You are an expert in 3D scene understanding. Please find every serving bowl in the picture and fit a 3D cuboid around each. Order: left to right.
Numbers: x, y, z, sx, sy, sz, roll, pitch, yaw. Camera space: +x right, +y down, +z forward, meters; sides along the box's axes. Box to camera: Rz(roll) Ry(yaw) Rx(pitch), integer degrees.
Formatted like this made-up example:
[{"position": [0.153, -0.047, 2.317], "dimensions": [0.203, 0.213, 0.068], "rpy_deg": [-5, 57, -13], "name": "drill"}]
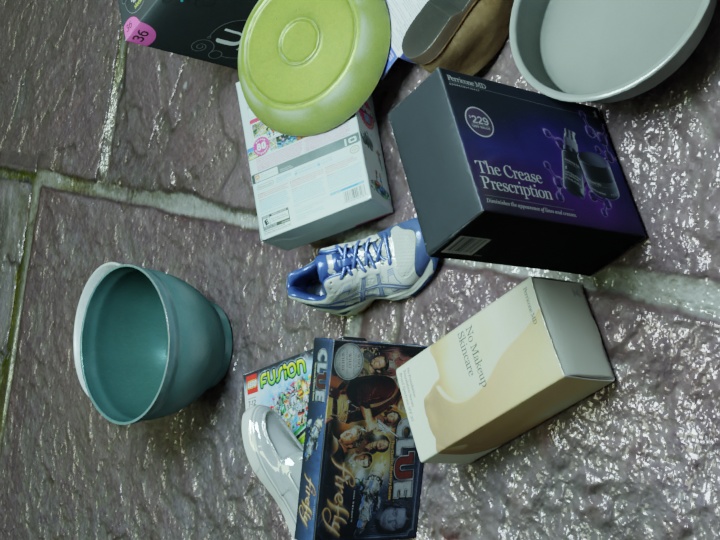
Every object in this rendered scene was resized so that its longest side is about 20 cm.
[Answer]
[{"position": [-0.337, 0.090, 1.672], "dimensions": [0.200, 0.066, 0.201], "rpy_deg": [-9, 78, 50], "name": "serving bowl"}]

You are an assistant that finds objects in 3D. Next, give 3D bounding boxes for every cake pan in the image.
[{"position": [0.223, -0.233, 1.017], "dimensions": [0.200, 0.037, 0.201], "rpy_deg": [-18, 61, 36], "name": "cake pan"}]

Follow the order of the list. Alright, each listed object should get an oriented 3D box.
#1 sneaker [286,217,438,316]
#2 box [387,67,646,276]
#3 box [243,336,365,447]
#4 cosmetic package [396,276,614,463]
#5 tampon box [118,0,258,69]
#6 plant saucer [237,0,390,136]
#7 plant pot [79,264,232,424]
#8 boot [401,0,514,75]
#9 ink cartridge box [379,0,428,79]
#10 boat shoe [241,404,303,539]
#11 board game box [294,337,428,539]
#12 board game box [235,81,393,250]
[{"position": [0.000, 0.000, 1.253], "dimensions": [0.200, 0.088, 0.075], "rpy_deg": [-33, 59, 42], "name": "sneaker"}, {"position": [0.135, -0.081, 1.006], "dimensions": [0.079, 0.200, 0.141], "rpy_deg": [-42, 55, 41], "name": "box"}, {"position": [-0.063, 0.153, 1.349], "dimensions": [0.200, 0.035, 0.110], "rpy_deg": [-25, 66, 47], "name": "box"}, {"position": [0.129, 0.097, 1.090], "dimensions": [0.200, 0.071, 0.105], "rpy_deg": [-41, 54, 40], "name": "cosmetic package"}, {"position": [-0.177, -0.350, 1.433], "dimensions": [0.150, 0.200, 0.126], "rpy_deg": [-38, 56, 42], "name": "tampon box"}, {"position": [-0.061, -0.249, 1.292], "dimensions": [0.200, 0.031, 0.200], "rpy_deg": [-6, 78, 30], "name": "plant saucer"}, {"position": [-0.251, 0.095, 1.505], "dimensions": [0.200, 0.134, 0.201], "rpy_deg": [-4, 85, 46], "name": "plant pot"}, {"position": [0.130, -0.275, 1.158], "dimensions": [0.200, 0.075, 0.074], "rpy_deg": [-49, 38, 16], "name": "boot"}, {"position": [0.068, -0.311, 1.253], "dimensions": [0.200, 0.042, 0.119], "rpy_deg": [-50, 48, 30], "name": "ink cartridge box"}, {"position": [-0.062, 0.232, 1.279], "dimensions": [0.068, 0.072, 0.200], "rpy_deg": [-31, 78, 32], "name": "boat shoe"}, {"position": [0.006, 0.172, 1.182], "dimensions": [0.035, 0.135, 0.200], "rpy_deg": [4, 89, 51], "name": "board game box"}, {"position": [-0.053, -0.141, 1.321], "dimensions": [0.147, 0.064, 0.200], "rpy_deg": [-18, 71, 24], "name": "board game box"}]
